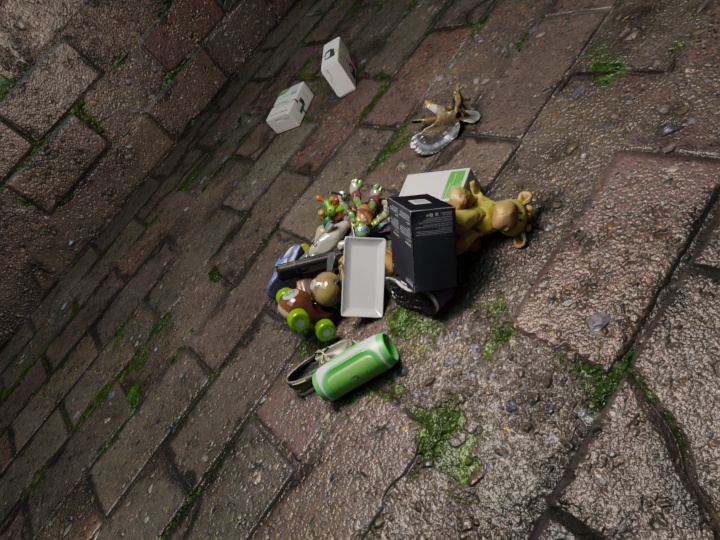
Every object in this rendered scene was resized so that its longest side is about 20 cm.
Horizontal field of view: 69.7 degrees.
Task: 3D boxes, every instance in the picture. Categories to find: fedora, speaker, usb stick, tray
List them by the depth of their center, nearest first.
[{"bbox_3d":[-0.012,0.225,1.201,0.199,0.088,0.089,-33,41,15],"label":"speaker"},{"bbox_3d":[0.008,0.017,1.309,0.107,0.022,0.201,3,89,-2],"label":"tray"},{"bbox_3d":[0.000,0.000,1.385,0.200,0.082,0.201,-23,43,24],"label":"fedora"},{"bbox_3d":[-0.140,-0.015,1.463,0.199,0.056,0.033,-14,36,-8],"label":"usb stick"}]

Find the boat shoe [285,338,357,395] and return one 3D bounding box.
[{"bbox_3d":[-0.096,0.234,1.285,0.201,0.060,0.072,-38,40,9],"label":"boat shoe"}]

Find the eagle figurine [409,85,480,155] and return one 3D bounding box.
[{"bbox_3d":[0.242,-0.453,1.559,0.151,0.151,0.200,-25,-15,-41],"label":"eagle figurine"}]

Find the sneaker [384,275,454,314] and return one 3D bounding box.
[{"bbox_3d":[0.144,0.046,1.250,0.087,0.076,0.200,-33,30,-24],"label":"sneaker"}]

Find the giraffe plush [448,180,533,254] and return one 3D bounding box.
[{"bbox_3d":[0.308,-0.119,1.196,0.161,0.174,0.200,10,28,33],"label":"giraffe plush"}]

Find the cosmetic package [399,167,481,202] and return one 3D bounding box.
[{"bbox_3d":[0.207,-0.199,1.377,0.199,0.085,0.108,2,60,40],"label":"cosmetic package"}]

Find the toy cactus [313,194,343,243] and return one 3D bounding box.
[{"bbox_3d":[-0.105,-0.153,1.571,0.166,0.102,0.200,-68,14,-1],"label":"toy cactus"}]

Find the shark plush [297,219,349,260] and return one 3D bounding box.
[{"bbox_3d":[-0.106,-0.068,1.507,0.200,0.091,0.083,-49,18,8],"label":"shark plush"}]

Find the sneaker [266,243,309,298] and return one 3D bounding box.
[{"bbox_3d":[-0.228,0.003,1.593,0.082,0.074,0.200,8,55,46],"label":"sneaker"}]

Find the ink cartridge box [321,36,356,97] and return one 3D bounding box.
[{"bbox_3d":[-0.085,-0.836,2.129,0.082,0.146,0.201,-20,46,23],"label":"ink cartridge box"}]

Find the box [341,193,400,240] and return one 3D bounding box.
[{"bbox_3d":[0.031,-0.143,1.517,0.199,0.038,0.137,-9,51,35],"label":"box"}]

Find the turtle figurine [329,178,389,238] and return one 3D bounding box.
[{"bbox_3d":[0.018,-0.195,1.419,0.143,0.201,0.195,-12,39,13],"label":"turtle figurine"}]

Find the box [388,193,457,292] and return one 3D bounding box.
[{"bbox_3d":[0.140,-0.069,1.190,0.103,0.183,0.200,-6,18,-9],"label":"box"}]

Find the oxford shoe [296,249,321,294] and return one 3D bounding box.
[{"bbox_3d":[-0.135,0.008,1.507,0.073,0.071,0.201,-16,47,24],"label":"oxford shoe"}]

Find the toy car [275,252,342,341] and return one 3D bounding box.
[{"bbox_3d":[-0.109,0.051,1.345,0.201,0.157,0.164,-61,29,9],"label":"toy car"}]

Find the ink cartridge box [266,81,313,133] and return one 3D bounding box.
[{"bbox_3d":[-0.308,-0.710,2.261,0.146,0.083,0.201,-6,52,37],"label":"ink cartridge box"}]
